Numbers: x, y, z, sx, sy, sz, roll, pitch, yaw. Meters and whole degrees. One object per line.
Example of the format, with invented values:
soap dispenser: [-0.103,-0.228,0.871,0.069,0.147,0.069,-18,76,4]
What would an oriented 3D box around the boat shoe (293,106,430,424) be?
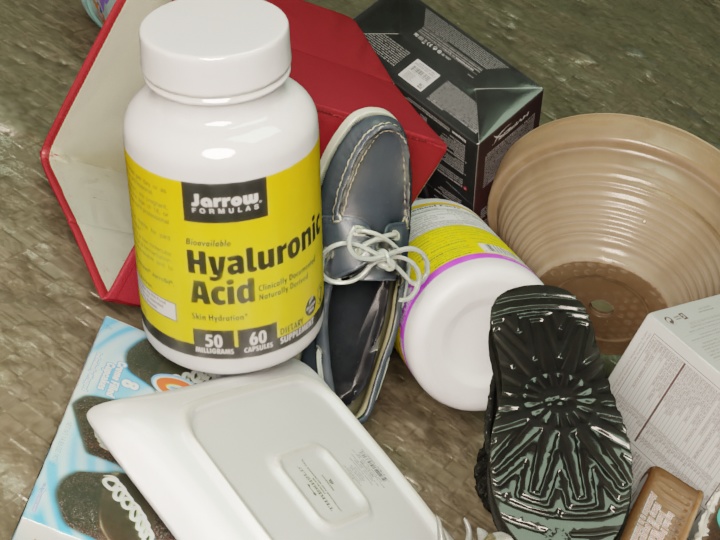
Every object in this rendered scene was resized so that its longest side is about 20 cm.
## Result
boat shoe: [0.000,0.000,1.047,0.075,0.200,0.062,8,15,-29]

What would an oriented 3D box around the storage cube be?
storage cube: [-0.084,-0.080,1.126,0.180,0.200,0.171,12,31,-36]

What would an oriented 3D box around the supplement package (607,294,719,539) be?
supplement package: [0.262,0.135,1.091,0.200,0.151,0.152,43,32,28]

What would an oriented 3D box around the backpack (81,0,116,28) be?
backpack: [-0.137,-0.260,1.364,0.177,0.200,0.151,-9,40,-41]

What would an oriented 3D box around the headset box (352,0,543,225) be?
headset box: [0.055,-0.095,1.278,0.149,0.200,0.075,39,65,24]

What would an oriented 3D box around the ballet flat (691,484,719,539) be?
ballet flat: [0.219,0.160,0.982,0.072,0.200,0.072,34,10,-6]

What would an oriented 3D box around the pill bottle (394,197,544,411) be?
pill bottle: [0.059,0.013,1.155,0.104,0.104,0.200,16,15,-18]

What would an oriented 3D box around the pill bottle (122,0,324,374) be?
pill bottle: [-0.078,-0.050,0.953,0.111,0.200,0.111,-1,34,1]

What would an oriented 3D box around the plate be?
plate: [-0.029,0.129,0.936,0.200,0.032,0.200,49,27,17]

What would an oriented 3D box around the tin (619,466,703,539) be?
tin: [0.144,0.184,0.956,0.042,0.112,0.200,37,29,6]

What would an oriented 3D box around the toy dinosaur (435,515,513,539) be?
toy dinosaur: [0.033,0.229,0.847,0.102,0.077,0.200,25,60,37]

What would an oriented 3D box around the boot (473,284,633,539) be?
boot: [0.109,0.130,0.986,0.079,0.158,0.211,3,42,2]

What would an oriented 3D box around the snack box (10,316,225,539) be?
snack box: [-0.118,0.111,0.945,0.116,0.037,0.200,24,29,-8]

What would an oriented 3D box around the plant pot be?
plant pot: [0.178,-0.006,1.166,0.201,0.201,0.093,25,54,-2]
